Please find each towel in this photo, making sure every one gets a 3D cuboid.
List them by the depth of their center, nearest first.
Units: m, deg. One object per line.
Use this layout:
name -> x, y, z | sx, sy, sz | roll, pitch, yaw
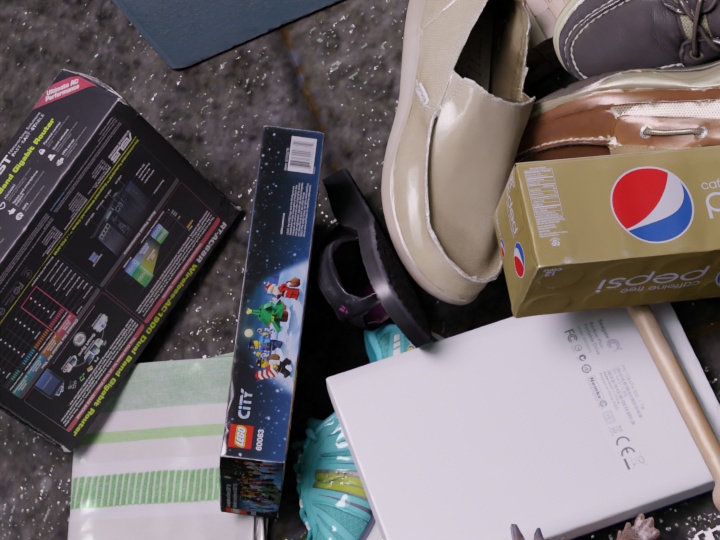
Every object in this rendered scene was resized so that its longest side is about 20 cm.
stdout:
towel -> -0.123, 0.152, 1.188 | 0.152, 0.023, 0.200 | -8, 68, 25

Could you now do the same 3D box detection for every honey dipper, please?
honey dipper -> 0.164, 0.047, 1.039 | 0.038, 0.038, 0.200 | -29, 65, 15

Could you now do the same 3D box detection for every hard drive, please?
hard drive -> 0.096, 0.088, 1.052 | 0.200, 0.025, 0.132 | -18, 62, -7

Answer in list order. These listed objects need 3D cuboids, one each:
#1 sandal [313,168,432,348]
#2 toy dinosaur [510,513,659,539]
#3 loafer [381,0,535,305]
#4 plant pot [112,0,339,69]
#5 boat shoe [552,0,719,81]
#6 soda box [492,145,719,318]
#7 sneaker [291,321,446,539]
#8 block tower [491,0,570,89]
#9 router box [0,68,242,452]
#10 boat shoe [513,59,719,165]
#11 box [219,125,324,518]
sandal -> 0.000, 0.001, 1.110 | 0.048, 0.075, 0.200 | -31, 20, 3
toy dinosaur -> 0.082, 0.190, 0.991 | 0.200, 0.135, 0.086 | -34, 64, 36
loafer -> 0.061, -0.081, 1.086 | 0.068, 0.076, 0.200 | -15, 71, 49
plant pot -> -0.105, -0.287, 1.238 | 0.196, 0.200, 0.196 | -20, 63, 19
boat shoe -> 0.207, -0.155, 1.075 | 0.200, 0.072, 0.066 | -20, 28, 10
soda box -> 0.177, -0.024, 1.019 | 0.200, 0.068, 0.064 | -5, 65, -10
sneaker -> -0.007, 0.123, 1.100 | 0.080, 0.078, 0.200 | 27, 75, 3
block tower -> 0.144, -0.176, 1.145 | 0.200, 0.054, 0.058 | -32, 70, 17
router box -> -0.184, -0.004, 1.189 | 0.062, 0.150, 0.200 | 28, 79, 38
boat shoe -> 0.181, -0.075, 1.088 | 0.200, 0.076, 0.074 | -11, 70, 24
box -> -0.053, 0.034, 1.118 | 0.038, 0.137, 0.200 | 7, 69, -2
